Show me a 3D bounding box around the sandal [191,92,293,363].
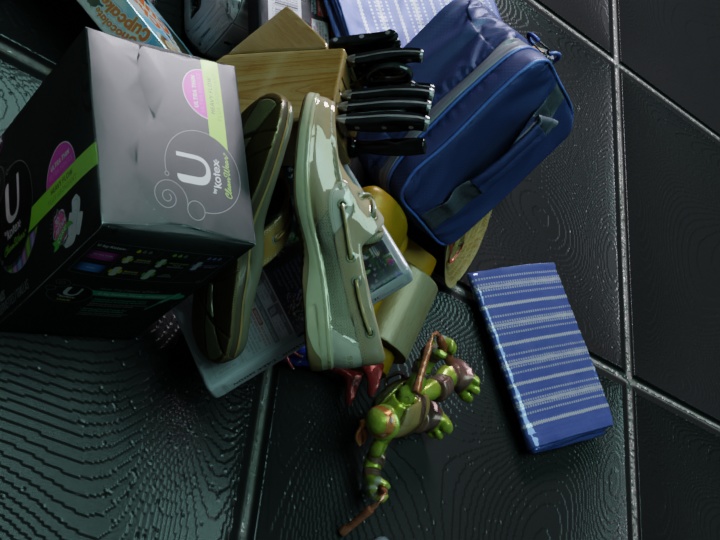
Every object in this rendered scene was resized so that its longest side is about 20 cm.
[{"bbox_3d":[-0.080,-0.030,0.795,0.053,0.080,0.204,5,99,-37],"label":"sandal"}]

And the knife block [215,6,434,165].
[{"bbox_3d":[-0.041,-0.119,0.853,0.176,0.199,0.064,48,-7,32],"label":"knife block"}]

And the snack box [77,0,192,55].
[{"bbox_3d":[-0.220,-0.244,0.927,0.201,0.037,0.116,51,7,-9],"label":"snack box"}]

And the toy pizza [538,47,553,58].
[{"bbox_3d":[0.106,-0.198,1.122,0.201,0.197,0.032,-50,125,-43],"label":"toy pizza"}]

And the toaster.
[{"bbox_3d":[-0.097,-0.283,1.045,0.127,0.113,0.204,13,64,-33],"label":"toaster"}]

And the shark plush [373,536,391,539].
[{"bbox_3d":[0.003,0.261,0.873,0.197,0.083,0.093,7,64,-39],"label":"shark plush"}]

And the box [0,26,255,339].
[{"bbox_3d":[-0.184,-0.053,0.789,0.123,0.199,0.151,6,64,-38],"label":"box"}]

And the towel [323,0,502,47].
[{"bbox_3d":[0.052,-0.246,1.015,0.197,0.024,0.147,-11,78,-34],"label":"towel"}]

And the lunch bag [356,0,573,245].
[{"bbox_3d":[0.097,-0.131,0.951,0.133,0.200,0.136,51,7,33],"label":"lunch bag"}]

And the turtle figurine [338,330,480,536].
[{"bbox_3d":[0.039,0.134,0.957,0.064,0.203,0.160,28,15,25],"label":"turtle figurine"}]

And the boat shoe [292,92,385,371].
[{"bbox_3d":[-0.014,-0.030,0.783,0.063,0.072,0.205,-4,83,1],"label":"boat shoe"}]

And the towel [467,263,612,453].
[{"bbox_3d":[0.197,0.092,1.168,0.143,0.024,0.203,-6,71,-41],"label":"towel"}]

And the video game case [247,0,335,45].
[{"bbox_3d":[-0.024,-0.265,1.003,0.178,0.025,0.204,8,69,-32],"label":"video game case"}]

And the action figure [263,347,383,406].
[{"bbox_3d":[-0.075,0.060,0.919,0.198,0.065,0.052,32,64,-20],"label":"action figure"}]

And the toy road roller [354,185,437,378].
[{"bbox_3d":[0.000,0.000,0.945,0.199,0.145,0.124,36,69,-25],"label":"toy road roller"}]

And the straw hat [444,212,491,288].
[{"bbox_3d":[0.086,-0.088,1.116,0.084,0.204,0.202,17,46,16],"label":"straw hat"}]

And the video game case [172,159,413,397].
[{"bbox_3d":[-0.078,-0.024,0.864,0.202,0.180,0.023,59,-1,32],"label":"video game case"}]
